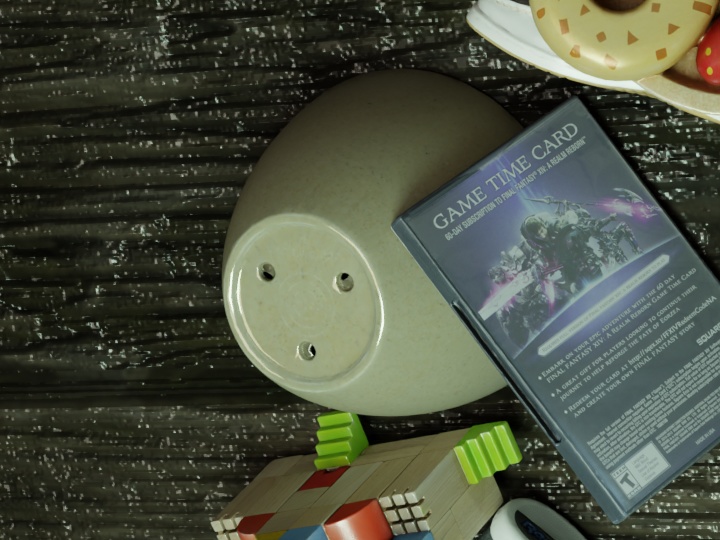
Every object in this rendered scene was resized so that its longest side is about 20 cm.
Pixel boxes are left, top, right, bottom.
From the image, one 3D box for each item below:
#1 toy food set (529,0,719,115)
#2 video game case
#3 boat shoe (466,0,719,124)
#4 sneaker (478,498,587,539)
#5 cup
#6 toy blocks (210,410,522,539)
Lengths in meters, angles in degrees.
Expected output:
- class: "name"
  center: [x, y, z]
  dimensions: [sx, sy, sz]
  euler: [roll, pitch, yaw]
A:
- class: "toy food set"
  center: [0.194, -0.179, 1.553]
  dimensions: [0.199, 0.049, 0.199]
  euler: [18, 88, 14]
- class: "video game case"
  center: [0.127, 0.018, 1.638]
  dimensions: [0.200, 0.143, 0.019]
  euler: [52, 149, 6]
- class: "boat shoe"
  center: [0.156, -0.131, 1.618]
  dimensions: [0.199, 0.071, 0.070]
  euler: [17, 112, 13]
- class: "sneaker"
  center: [0.131, 0.235, 1.743]
  dimensions: [0.200, 0.073, 0.112]
  euler: [46, 124, 19]
- class: "cup"
  center: [0.000, 0.000, 1.695]
  dimensions: [0.199, 0.143, 0.202]
  euler: [9, 109, 26]
- class: "toy blocks"
  center: [-0.016, 0.155, 1.740]
  dimensions: [0.199, 0.137, 0.100]
  euler: [-12, 110, 36]
